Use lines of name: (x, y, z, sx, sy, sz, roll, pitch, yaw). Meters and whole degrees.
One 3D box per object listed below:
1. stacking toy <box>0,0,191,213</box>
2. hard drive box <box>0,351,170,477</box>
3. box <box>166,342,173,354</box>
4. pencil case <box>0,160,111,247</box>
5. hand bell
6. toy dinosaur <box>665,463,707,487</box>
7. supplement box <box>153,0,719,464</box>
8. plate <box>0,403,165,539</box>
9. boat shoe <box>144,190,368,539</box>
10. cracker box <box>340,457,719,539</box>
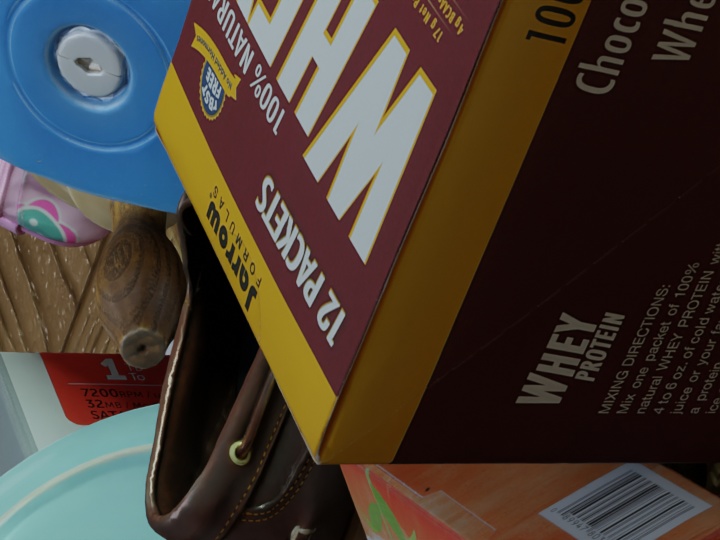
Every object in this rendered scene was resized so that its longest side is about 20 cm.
stacking toy: (-0.050, -0.118, 1.000, 0.200, 0.116, 0.110, -55, -23, -50)
hard drive box: (-0.039, 0.121, 0.987, 0.200, 0.155, 0.077, 60, 139, 44)
box: (-0.081, 0.058, 1.195, 0.200, 0.039, 0.042, -34, 57, 58)
pencil case: (-0.118, -0.110, 1.225, 0.088, 0.087, 0.201, 59, 139, 46)
hand bell: (-0.083, -0.022, 1.067, 0.200, 0.104, 0.105, -99, 22, -62)
toy dinosaur: (0.074, 0.045, 0.882, 0.200, 0.077, 0.103, 1, 102, 58)
supplement box: (0.082, -0.068, 0.711, 0.133, 0.199, 0.198, 61, 140, 43)
plate: (-0.066, 0.113, 0.883, 0.026, 0.199, 0.201, 68, 176, -46)
boat shoe: (-0.020, -0.010, 0.861, 0.070, 0.070, 0.201, -27, 52, 54)
cracker box: (0.073, 0.137, 0.783, 0.134, 0.058, 0.201, 30, 144, 59)
